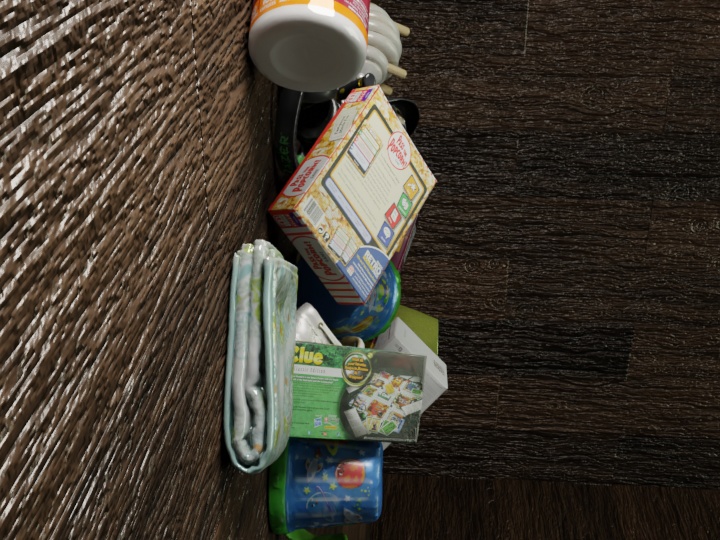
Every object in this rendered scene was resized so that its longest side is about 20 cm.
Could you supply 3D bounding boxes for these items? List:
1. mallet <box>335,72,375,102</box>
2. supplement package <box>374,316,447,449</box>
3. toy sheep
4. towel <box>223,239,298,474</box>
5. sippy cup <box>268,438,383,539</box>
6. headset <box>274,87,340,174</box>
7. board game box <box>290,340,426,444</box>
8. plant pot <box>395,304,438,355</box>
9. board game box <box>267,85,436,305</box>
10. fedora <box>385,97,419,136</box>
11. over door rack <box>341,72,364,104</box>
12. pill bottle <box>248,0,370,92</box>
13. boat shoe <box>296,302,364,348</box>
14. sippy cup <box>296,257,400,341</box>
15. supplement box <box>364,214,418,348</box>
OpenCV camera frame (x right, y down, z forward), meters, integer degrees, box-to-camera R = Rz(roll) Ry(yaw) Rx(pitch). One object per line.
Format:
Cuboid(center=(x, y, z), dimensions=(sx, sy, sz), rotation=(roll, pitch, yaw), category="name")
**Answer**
Cuboid(center=(-0.027, -0.231, 1.193), dimensions=(0.199, 0.041, 0.067), rotation=(163, -72, -66), category="mallet")
Cuboid(center=(0.022, 0.187, 1.397), dimensions=(0.200, 0.109, 0.114), rotation=(-45, -175, 12), category="supplement package")
Cuboid(center=(0.008, -0.359, 1.549), dimensions=(0.139, 0.135, 0.203), rotation=(86, 6, -57), category="toy sheep")
Cuboid(center=(-0.089, 0.083, 0.892), dimensions=(0.171, 0.047, 0.204), rotation=(59, 33, -82), category="towel")
Cuboid(center=(-0.037, 0.248, 1.134), dimensions=(0.179, 0.128, 0.142), rotation=(87, 7, -59), category="sippy cup")
Cuboid(center=(-0.066, -0.204, 1.103), dimensions=(0.124, 0.093, 0.202), rotation=(86, 22, -52), category="headset")
Cuboid(center=(-0.013, 0.138, 1.064), dimensions=(0.023, 0.198, 0.107), rotation=(6, -94, 57), category="board game box")
Cuboid(center=(0.026, 0.123, 1.525), dimensions=(0.187, 0.196, 0.191), rotation=(2, 90, -86), category="plant pot")
Cuboid(center=(-0.002, -0.086, 1.083), dimensions=(0.152, 0.046, 0.201), rotation=(54, 53, -32), category="board game box")
Cuboid(center=(0.012, -0.137, 1.229), dimensions=(0.093, 0.198, 0.201), rotation=(63, -4, 14), category="fedora")
Cuboid(center=(-0.020, -0.247, 1.360), dimensions=(0.148, 0.065, 0.203), rotation=(76, 2, -75), category="over door rack")
Cuboid(center=(-0.044, -0.284, 0.909), dimensions=(0.113, 0.111, 0.203), rotation=(84, 8, -63), category="pill bottle")
Cuboid(center=(-0.017, 0.111, 1.112), dimensions=(0.070, 0.071, 0.200), rotation=(-51, 129, -9), category="boat shoe")
Cuboid(center=(-0.026, 0.024, 1.191), dimensions=(0.130, 0.138, 0.180), rotation=(13, 55, -75), category="sippy cup")
Cuboid(center=(0.000, 0.000, 1.338), dimensions=(0.086, 0.109, 0.203), rotation=(55, 54, -85), category="supplement box")
